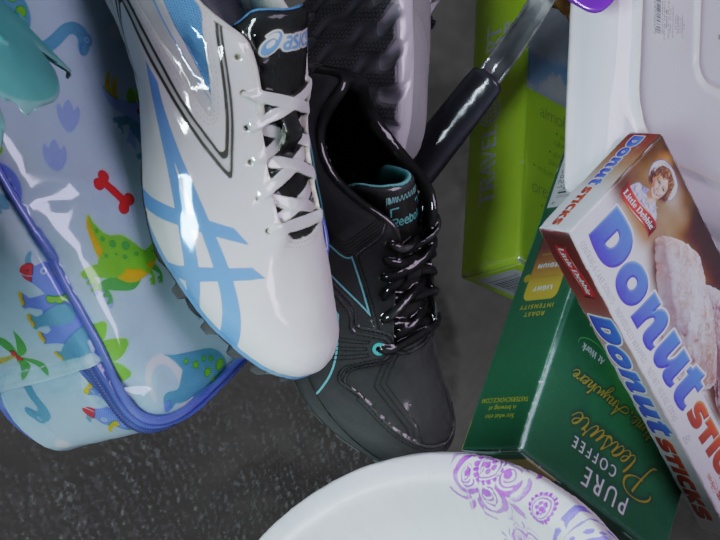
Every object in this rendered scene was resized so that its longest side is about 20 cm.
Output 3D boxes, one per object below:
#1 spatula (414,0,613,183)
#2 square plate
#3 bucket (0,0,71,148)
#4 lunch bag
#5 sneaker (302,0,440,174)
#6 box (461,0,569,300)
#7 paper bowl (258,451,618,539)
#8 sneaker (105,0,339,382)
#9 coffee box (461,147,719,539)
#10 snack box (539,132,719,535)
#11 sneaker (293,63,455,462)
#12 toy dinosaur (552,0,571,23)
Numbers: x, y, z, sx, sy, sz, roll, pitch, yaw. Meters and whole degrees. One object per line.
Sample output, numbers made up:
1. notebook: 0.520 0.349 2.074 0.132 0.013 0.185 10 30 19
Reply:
1. spatula: 0.070 -0.104 0.888 0.056 0.200 0.021 39 20 8
2. square plate: 0.177 -0.111 0.949 0.198 0.028 0.201 17 71 -43
3. bucket: -0.203 -0.050 0.562 0.135 0.207 0.207 51 47 -16
4. lunch bag: -0.106 -0.045 0.746 0.161 0.082 0.201 -41 110 -47
5. sneaker: 0.020 -0.138 0.906 0.082 0.075 0.201 16 67 -41
6. box: 0.113 -0.077 1.006 0.122 0.048 0.201 23 63 -40
7. paper bowl: 0.037 0.182 0.740 0.104 0.200 0.202 46 47 -53
8. sneaker: -0.045 -0.055 0.701 0.072 0.072 0.201 -22 97 -52
9. coffee box: 0.128 0.029 0.934 0.123 0.044 0.201 37 62 -36
10. snack box: 0.154 0.034 0.896 0.072 0.024 0.200 -44 121 -22
11. sneaker: 0.000 0.000 0.844 0.075 0.079 0.201 -38 107 -45
12. toy dinosaur: 0.102 -0.151 0.926 0.200 0.060 0.107 41 45 -37
